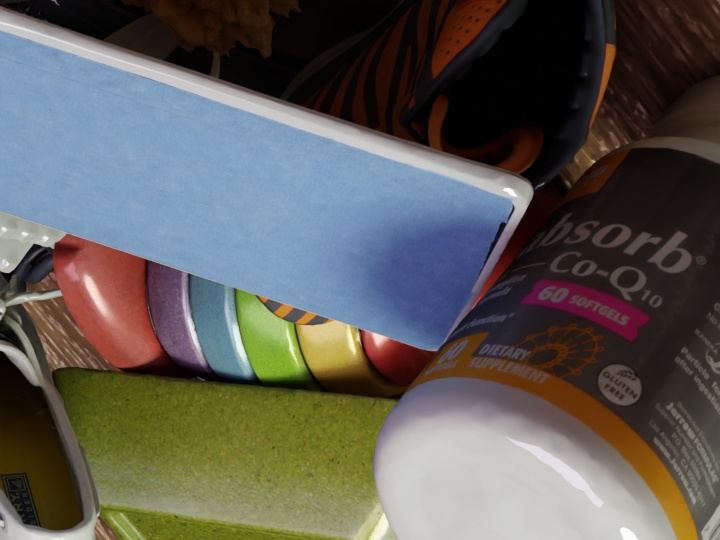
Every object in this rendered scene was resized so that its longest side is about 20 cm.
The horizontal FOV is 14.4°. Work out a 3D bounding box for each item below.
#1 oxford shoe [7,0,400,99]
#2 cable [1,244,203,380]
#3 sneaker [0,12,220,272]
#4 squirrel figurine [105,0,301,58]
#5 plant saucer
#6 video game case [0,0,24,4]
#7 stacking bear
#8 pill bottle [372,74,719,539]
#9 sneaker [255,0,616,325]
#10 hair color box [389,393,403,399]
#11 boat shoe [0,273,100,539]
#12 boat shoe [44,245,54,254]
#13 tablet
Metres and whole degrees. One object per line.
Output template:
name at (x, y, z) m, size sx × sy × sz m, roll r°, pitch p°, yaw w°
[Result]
oxford shoe at (-0.071, -0.113, 1.093) m, size 0.199 × 0.085 × 0.073 m, roll 24°, pitch 170°, yaw 3°
cable at (-0.141, 0.044, 1.345) m, size 0.199 × 0.051 × 0.164 m, roll 9°, pitch 133°, yaw 38°
sneaker at (-0.140, -0.040, 1.056) m, size 0.200 × 0.075 × 0.081 m, roll -36°, pitch 63°, yaw 18°
squirrel figurine at (-0.101, -0.157, 0.980) m, size 0.199 × 0.187 × 0.142 m, roll 27°, pitch 142°, yaw 18°
plant saucer at (-0.016, 0.123, 1.176) m, size 0.199 × 0.048 × 0.200 m, roll 4°, pitch 145°, yaw 35°
video game case at (-0.053, -0.191, 0.892) m, size 0.022 × 0.181 × 0.201 m, roll -119°, pitch 22°, yaw -66°
stacking bear at (0.000, 0.000, 1.126) m, size 0.199 × 0.122 × 0.114 m, roll 5°, pitch 133°, yaw 32°
pill bottle at (0.100, 0.027, 0.978) m, size 0.116 × 0.200 × 0.117 m, roll 24°, pitch 141°, yaw 21°
sneaker at (0.018, -0.044, 0.986) m, size 0.077 × 0.112 × 0.200 m, roll 29°, pitch 115°, yaw -12°
hair color box at (0.043, 0.095, 1.221) m, size 0.099 × 0.061 × 0.200 m, roll 46°, pitch 145°, yaw -9°
boat shoe at (-0.151, 0.039, 1.134) m, size 0.086 × 0.074 × 0.203 m, roll 110°, pitch 146°, yaw -45°
boat shoe at (-0.121, -0.049, 1.177) m, size 0.060 × 0.076 × 0.200 m, roll 27°, pitch 174°, yaw 11°
tablet at (-0.050, -0.030, 0.954) m, size 0.199 × 0.014 × 0.130 m, roll 18°, pitch 152°, yaw -3°
